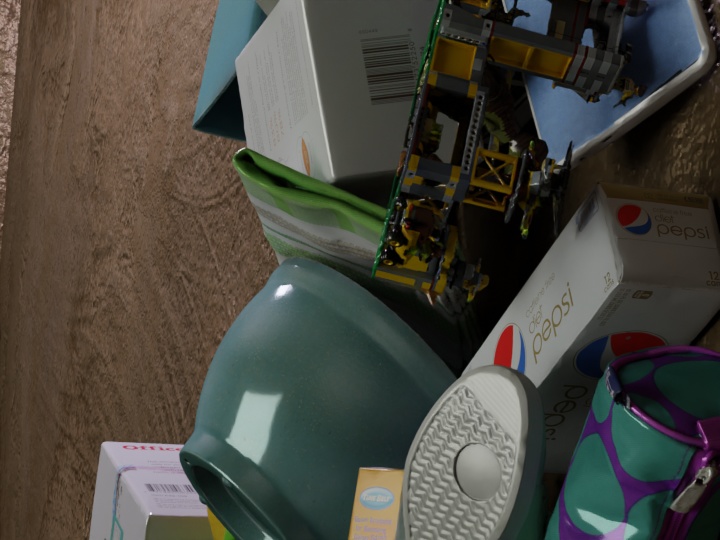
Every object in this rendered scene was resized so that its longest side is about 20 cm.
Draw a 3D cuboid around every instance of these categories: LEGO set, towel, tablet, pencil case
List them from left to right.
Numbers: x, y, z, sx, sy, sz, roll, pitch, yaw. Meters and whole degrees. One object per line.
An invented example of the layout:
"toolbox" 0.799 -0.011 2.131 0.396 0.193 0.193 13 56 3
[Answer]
"towel" 0.000 0.000 1.208 0.031 0.149 0.200 -63 -17 -15
"LEGO set" 0.085 -0.075 1.050 0.154 0.115 0.201 106 178 -54
"tablet" 0.127 -0.168 1.101 0.130 0.014 0.201 -36 56 42
"pencil case" 0.134 0.137 0.979 0.093 0.085 0.201 -102 24 -60

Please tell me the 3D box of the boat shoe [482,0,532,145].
"boat shoe" 0.087 -0.141 1.203 0.199 0.068 0.074 134 137 -61

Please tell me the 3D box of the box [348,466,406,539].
"box" 0.037 0.198 1.117 0.041 0.119 0.201 -4 72 40

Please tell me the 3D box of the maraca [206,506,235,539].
"maraca" -0.066 0.176 1.469 0.201 0.107 0.137 -65 -22 -1

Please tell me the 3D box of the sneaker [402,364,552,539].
"sneaker" 0.083 0.130 1.062 0.074 0.118 0.201 28 120 36

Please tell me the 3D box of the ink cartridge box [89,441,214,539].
"ink cartridge box" -0.134 0.239 1.628 0.200 0.146 0.147 -145 61 -69

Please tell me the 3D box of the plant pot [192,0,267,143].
"plant pot" -0.027 -0.202 1.454 0.141 0.141 0.201 141 138 -64

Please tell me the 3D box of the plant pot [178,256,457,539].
"plant pot" -0.026 0.111 1.216 0.200 0.134 0.201 41 160 18

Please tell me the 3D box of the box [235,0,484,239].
"box" -0.005 -0.102 1.234 0.200 0.097 0.125 150 111 -73

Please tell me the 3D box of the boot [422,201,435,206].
"boot" 0.007 0.008 1.395 0.182 0.072 0.201 -41 52 45

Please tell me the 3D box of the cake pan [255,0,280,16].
"cake pan" 0.016 -0.207 1.264 0.037 0.200 0.200 66 157 2

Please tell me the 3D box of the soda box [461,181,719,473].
"soda box" 0.122 0.036 1.063 0.200 0.068 0.064 121 149 -52
